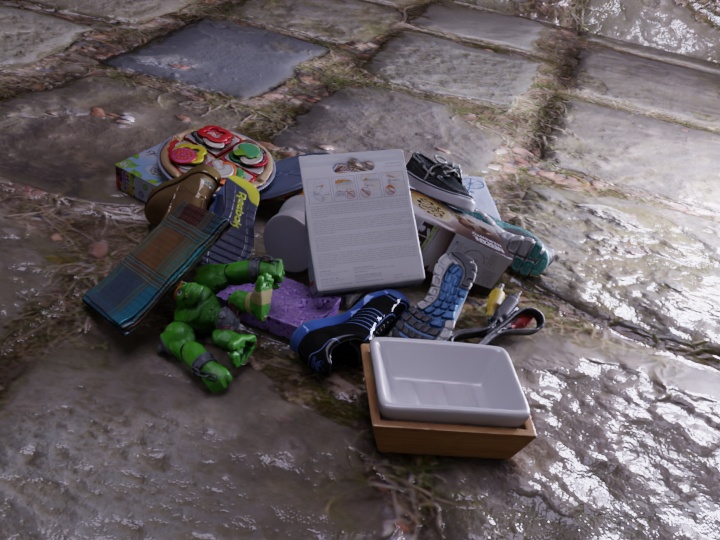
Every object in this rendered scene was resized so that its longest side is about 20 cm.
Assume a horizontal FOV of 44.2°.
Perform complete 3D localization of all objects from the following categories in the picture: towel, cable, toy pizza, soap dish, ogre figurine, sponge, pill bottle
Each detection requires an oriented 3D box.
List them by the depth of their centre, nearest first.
[{"bbox_3d":[0.101,0.159,1.096,0.199,0.082,0.158,6,30,-10],"label":"soap dish"},{"bbox_3d":[-0.187,0.060,1.158,0.119,0.201,0.098,10,-16,19],"label":"ogre figurine"},{"bbox_3d":[-0.274,-0.010,1.183,0.200,0.022,0.146,-49,38,-15],"label":"towel"},{"bbox_3d":[-0.139,0.040,1.272,0.199,0.030,0.112,20,30,16],"label":"sponge"},{"bbox_3d":[0.199,0.091,1.307,0.097,0.050,0.200,38,50,15],"label":"cable"},{"bbox_3d":[-0.062,-0.078,1.413,0.116,0.117,0.200,23,31,20],"label":"pill bottle"},{"bbox_3d":[-0.242,-0.190,1.498,0.199,0.032,0.201,9,39,-7],"label":"toy pizza"},{"bbox_3d":[-0.131,-0.157,1.564,0.199,0.032,0.200,-15,23,6],"label":"toy pizza"}]

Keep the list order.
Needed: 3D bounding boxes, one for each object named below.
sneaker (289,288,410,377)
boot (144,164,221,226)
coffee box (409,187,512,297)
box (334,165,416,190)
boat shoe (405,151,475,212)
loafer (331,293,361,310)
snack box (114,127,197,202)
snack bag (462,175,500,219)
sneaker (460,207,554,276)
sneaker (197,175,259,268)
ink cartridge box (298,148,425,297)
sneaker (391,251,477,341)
[{"bbox_3d":[0.003,0.089,1.205,0.200,0.070,0.078,-22,47,-34],"label":"sneaker"},{"bbox_3d":[-0.292,-0.053,1.322,0.066,0.175,0.201,35,45,-25],"label":"boot"},{"bbox_3d":[0.127,-0.050,1.401,0.199,0.080,0.113,23,24,-21],"label":"coffee box"},{"bbox_3d":[0.031,-0.109,1.542,0.199,0.075,0.100,18,30,16],"label":"box"},{"bbox_3d":[0.137,-0.154,1.489,0.073,0.068,0.199,20,11,-27],"label":"boat shoe"},{"bbox_3d":[0.000,0.000,1.372,0.072,0.063,0.200,-2,18,28],"label":"loafer"},{"bbox_3d":[-0.304,-0.176,1.548,0.142,0.053,0.200,25,39,26],"label":"snack box"},{"bbox_3d":[0.166,-0.139,1.686,0.188,0.021,0.200,5,30,-9],"label":"snack bag"},{"bbox_3d":[0.247,-0.050,1.530,0.200,0.078,0.091,33,21,28],"label":"sneaker"},{"bbox_3d":[-0.202,-0.050,1.318,0.074,0.082,0.200,31,41,-19],"label":"sneaker"},{"bbox_3d":[-0.004,-0.068,1.275,0.161,0.050,0.201,-6,76,-13],"label":"ink cartridge box"},{"bbox_3d":[0.107,0.071,1.264,0.075,0.087,0.200,27,57,17],"label":"sneaker"}]
